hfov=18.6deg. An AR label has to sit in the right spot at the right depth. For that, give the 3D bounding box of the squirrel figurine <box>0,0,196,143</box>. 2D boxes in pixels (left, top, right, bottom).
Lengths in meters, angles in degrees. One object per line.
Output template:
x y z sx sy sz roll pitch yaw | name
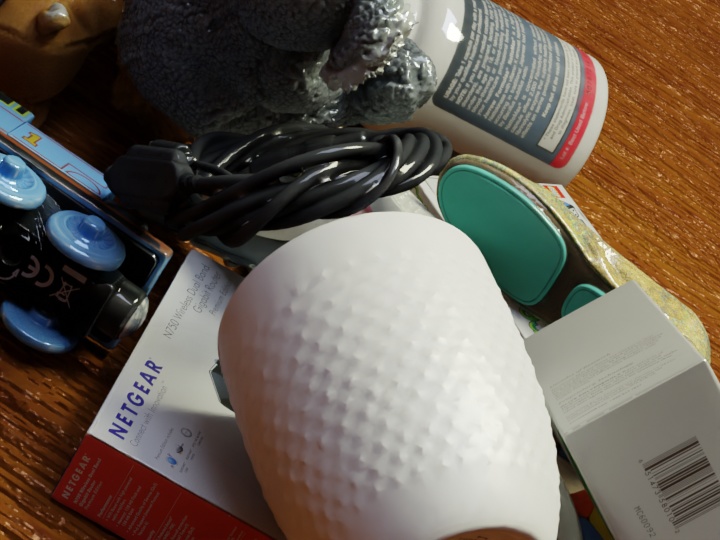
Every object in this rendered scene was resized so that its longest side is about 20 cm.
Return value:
-0.157 -0.163 1.373 0.199 0.142 0.187 28 37 -3 | squirrel figurine

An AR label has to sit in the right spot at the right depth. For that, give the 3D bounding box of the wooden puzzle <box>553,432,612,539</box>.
0.170 0.153 1.298 0.185 0.046 0.200 33 30 2 | wooden puzzle

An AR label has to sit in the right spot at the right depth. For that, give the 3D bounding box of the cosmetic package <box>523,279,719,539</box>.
0.149 0.086 1.155 0.108 0.085 0.200 61 1 -10 | cosmetic package

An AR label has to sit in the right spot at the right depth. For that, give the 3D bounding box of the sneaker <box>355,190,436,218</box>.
0.000 0.000 1.295 0.075 0.105 0.200 36 7 -30 | sneaker

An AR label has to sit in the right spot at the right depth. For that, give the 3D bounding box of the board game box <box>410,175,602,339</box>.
0.118 0.017 1.373 0.126 0.035 0.200 2 40 -35 | board game box

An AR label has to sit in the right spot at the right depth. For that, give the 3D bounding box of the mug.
0.038 0.093 1.079 0.200 0.148 0.176 28 29 -41 | mug

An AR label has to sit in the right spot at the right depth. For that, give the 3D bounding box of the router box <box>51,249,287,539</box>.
-0.050 0.095 1.176 0.179 0.049 0.200 30 30 -5 | router box

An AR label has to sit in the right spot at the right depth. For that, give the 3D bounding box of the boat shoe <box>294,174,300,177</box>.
-0.032 -0.081 1.434 0.073 0.063 0.201 5 40 -39 | boat shoe

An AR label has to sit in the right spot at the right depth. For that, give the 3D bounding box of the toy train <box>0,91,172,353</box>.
-0.193 -0.036 1.202 0.199 0.087 0.114 33 24 2 | toy train

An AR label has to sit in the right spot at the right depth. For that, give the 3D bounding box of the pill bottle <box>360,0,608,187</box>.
0.061 -0.135 1.525 0.199 0.120 0.120 25 30 -25 | pill bottle

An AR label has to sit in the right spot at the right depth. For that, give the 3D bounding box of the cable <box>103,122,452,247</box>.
-0.032 -0.048 1.154 0.162 0.051 0.200 -9 9 -34 | cable

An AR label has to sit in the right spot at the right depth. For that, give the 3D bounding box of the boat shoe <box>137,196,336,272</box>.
-0.072 -0.021 1.273 0.073 0.062 0.200 -24 23 -31 | boat shoe

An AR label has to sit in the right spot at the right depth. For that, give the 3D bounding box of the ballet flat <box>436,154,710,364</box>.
0.129 0.003 1.308 0.200 0.071 0.071 43 32 14 | ballet flat

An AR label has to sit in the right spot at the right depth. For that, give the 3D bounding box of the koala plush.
-0.035 -0.160 1.250 0.183 0.200 0.178 -21 90 -20 | koala plush
